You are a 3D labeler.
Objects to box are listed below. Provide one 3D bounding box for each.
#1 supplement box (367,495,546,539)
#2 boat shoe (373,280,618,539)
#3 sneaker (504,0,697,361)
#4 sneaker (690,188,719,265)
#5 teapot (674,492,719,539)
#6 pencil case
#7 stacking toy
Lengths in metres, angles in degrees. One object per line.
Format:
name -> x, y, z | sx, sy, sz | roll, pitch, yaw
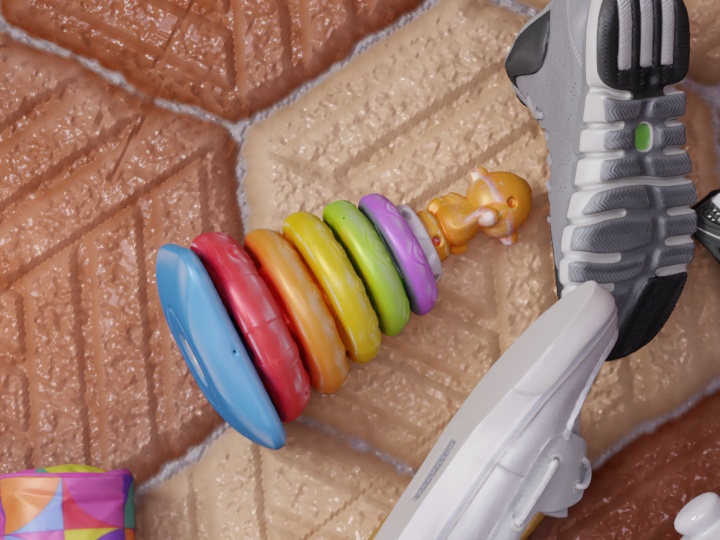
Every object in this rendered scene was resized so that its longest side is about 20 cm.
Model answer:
supplement box -> 0.031, 0.157, 1.536 | 0.069, 0.067, 0.200 | 41, 89, 7
boat shoe -> 0.076, 0.100, 1.474 | 0.068, 0.072, 0.200 | 35, 84, -10
sneaker -> 0.118, -0.060, 1.544 | 0.075, 0.115, 0.200 | -1, 102, -27
sneaker -> 0.228, 0.045, 1.525 | 0.086, 0.080, 0.200 | -45, 76, 10
teapot -> 0.201, 0.173, 1.442 | 0.197, 0.200, 0.146 | -37, 98, 31
pencil case -> -0.153, 0.201, 1.542 | 0.088, 0.088, 0.200 | -2, 82, 6
stacking toy -> 0.000, 0.000, 1.548 | 0.200, 0.110, 0.116 | -28, 97, -9
